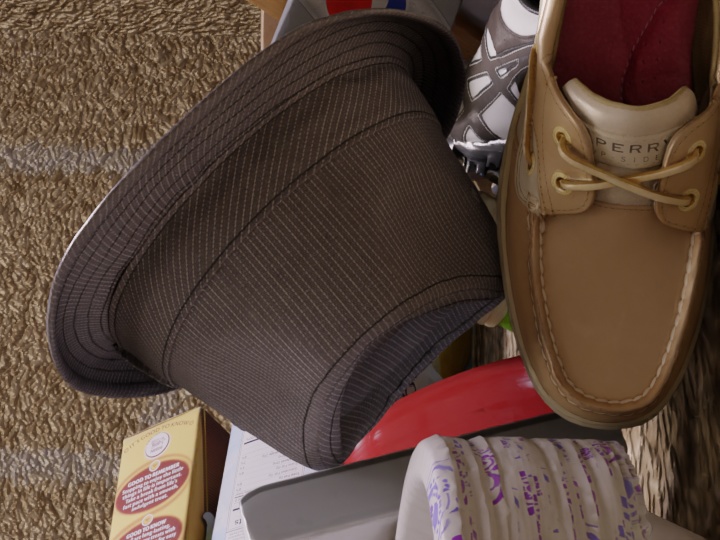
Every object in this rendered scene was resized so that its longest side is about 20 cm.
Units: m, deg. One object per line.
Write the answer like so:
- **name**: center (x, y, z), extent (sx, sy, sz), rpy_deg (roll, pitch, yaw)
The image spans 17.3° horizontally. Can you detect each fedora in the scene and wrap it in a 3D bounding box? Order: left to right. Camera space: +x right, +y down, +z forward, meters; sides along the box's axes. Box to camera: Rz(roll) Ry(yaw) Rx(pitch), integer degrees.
- **fedora**: center (-0.010, 0.005, 0.804), extent (0.090, 0.177, 0.200), rpy_deg (47, 176, 14)

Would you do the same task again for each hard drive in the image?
- **hard drive**: center (0.029, 0.129, 0.868), extent (0.201, 0.131, 0.026), rpy_deg (85, 169, -52)

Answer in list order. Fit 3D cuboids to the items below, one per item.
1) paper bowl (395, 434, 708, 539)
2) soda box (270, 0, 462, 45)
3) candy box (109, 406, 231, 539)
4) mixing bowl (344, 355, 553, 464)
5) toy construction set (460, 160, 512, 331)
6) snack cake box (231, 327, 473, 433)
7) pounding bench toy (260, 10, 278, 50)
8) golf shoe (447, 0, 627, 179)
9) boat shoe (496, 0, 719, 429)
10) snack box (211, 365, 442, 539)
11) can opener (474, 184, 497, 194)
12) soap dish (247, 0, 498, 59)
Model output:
- **paper bowl**: center (0.064, 0.151, 0.711), extent (0.201, 0.104, 0.202), rpy_deg (-178, 90, -87)
- **soda box**: center (-0.012, -0.069, 0.976), extent (0.200, 0.063, 0.069), rpy_deg (122, 169, -70)
- **candy box**: center (-0.074, 0.181, 1.162), extent (0.117, 0.056, 0.201), rpy_deg (48, -151, -36)
- **mixing bowl**: center (0.041, 0.131, 1.051), extent (0.200, 0.108, 0.202), rpy_deg (-179, 90, -87)
- **toy construction set**: center (0.042, -0.033, 1.081), extent (0.132, 0.092, 0.200), rpy_deg (-61, 7, 8)
- **snack cake box**: center (-0.001, 0.042, 1.386), extent (0.200, 0.067, 0.116), rpy_deg (-11, -75, -64)
- **pounding bench toy**: center (0.000, -0.183, 1.419), extent (0.125, 0.155, 0.201), rpy_deg (-93, 6, -51)
- **golf shoe**: center (0.076, -0.075, 0.880), extent (0.200, 0.077, 0.095), rpy_deg (-148, 63, -71)
- **boat shoe**: center (0.081, -0.049, 0.747), extent (0.069, 0.073, 0.201), rpy_deg (-10, -78, -88)
- **snack box**: center (0.001, 0.129, 1.206), extent (0.169, 0.067, 0.201), rpy_deg (51, -148, -35)
- **can opener**: center (0.000, 0.000, 1.157), extent (0.053, 0.200, 0.067), rpy_deg (11, 130, 49)
- **soap dish**: center (-0.010, -0.179, 1.056), extent (0.081, 0.157, 0.201), rpy_deg (-38, 46, 25)
